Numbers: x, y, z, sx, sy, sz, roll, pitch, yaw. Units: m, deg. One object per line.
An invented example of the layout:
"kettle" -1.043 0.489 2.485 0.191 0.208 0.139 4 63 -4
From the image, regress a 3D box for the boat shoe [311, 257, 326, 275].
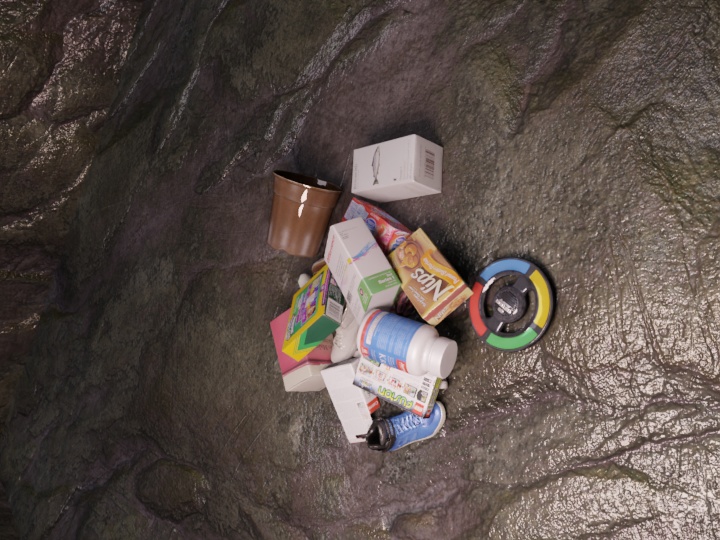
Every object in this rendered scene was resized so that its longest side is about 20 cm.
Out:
"boat shoe" -0.054 -0.001 1.617 0.199 0.075 0.072 -14 75 42

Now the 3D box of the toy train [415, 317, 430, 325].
"toy train" 0.114 0.174 1.456 0.200 0.034 0.046 -50 65 24

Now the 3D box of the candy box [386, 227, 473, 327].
"candy box" 0.145 0.012 1.339 0.115 0.055 0.200 -42 48 10

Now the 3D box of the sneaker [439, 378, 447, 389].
"sneaker" 0.113 0.222 1.425 0.199 0.073 0.113 -8 76 33

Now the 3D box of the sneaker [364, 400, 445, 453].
"sneaker" 0.095 0.357 1.384 0.199 0.111 0.077 -36 60 32

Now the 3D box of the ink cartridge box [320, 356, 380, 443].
"ink cartridge box" -0.014 0.325 1.521 0.108 0.050 0.201 -20 93 39

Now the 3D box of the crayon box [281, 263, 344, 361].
"crayon box" -0.110 0.096 1.494 0.172 0.058 0.201 -43 25 33

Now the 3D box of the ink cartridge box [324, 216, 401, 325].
"ink cartridge box" 0.000 0.000 1.406 0.201 0.083 0.145 61 156 24

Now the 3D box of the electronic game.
"electronic game" 0.314 0.071 1.282 0.199 0.041 0.202 -9 77 41

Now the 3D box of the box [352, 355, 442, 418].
"box" 0.082 0.243 1.375 0.199 0.035 0.111 20 93 34

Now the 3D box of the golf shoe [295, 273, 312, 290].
"golf shoe" -0.099 0.061 1.647 0.200 0.077 0.088 46 110 35

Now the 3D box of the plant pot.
"plant pot" -0.165 -0.153 1.678 0.200 0.199 0.200 28 109 42

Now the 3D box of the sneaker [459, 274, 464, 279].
"sneaker" 0.178 0.019 1.401 0.114 0.076 0.200 -29 45 12

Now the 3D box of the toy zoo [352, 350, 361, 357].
"toy zoo" 0.015 0.145 1.559 0.131 0.020 0.202 -11 75 41

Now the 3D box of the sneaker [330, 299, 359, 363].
"sneaker" -0.053 0.151 1.530 0.074 0.115 0.201 35 108 39

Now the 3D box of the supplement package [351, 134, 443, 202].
"supplement package" 0.089 -0.246 1.497 0.199 0.117 0.118 -5 80 43

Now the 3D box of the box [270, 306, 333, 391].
"box" -0.144 0.210 1.622 0.109 0.127 0.201 -34 61 32

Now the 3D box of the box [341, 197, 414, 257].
"box" 0.042 -0.091 1.514 0.200 0.095 0.100 42 111 47

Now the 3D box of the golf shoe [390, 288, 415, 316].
"golf shoe" 0.068 0.112 1.485 0.201 0.072 0.092 -56 43 5

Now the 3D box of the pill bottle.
"pill bottle" 0.101 0.161 1.303 0.199 0.112 0.113 15 93 33
